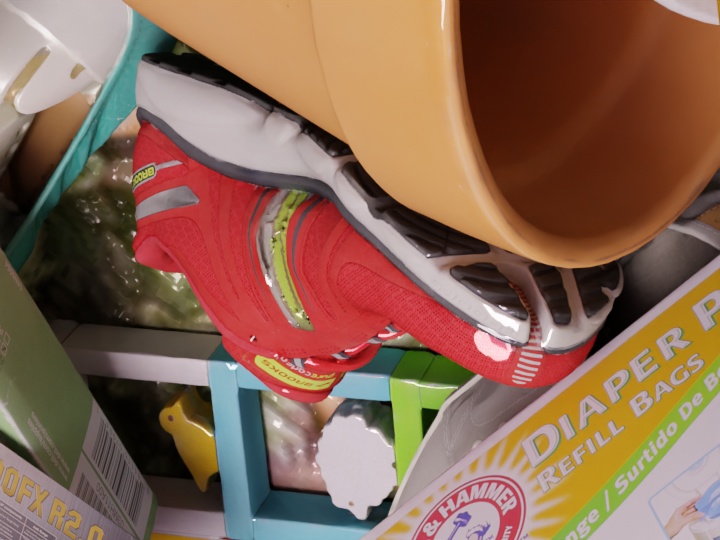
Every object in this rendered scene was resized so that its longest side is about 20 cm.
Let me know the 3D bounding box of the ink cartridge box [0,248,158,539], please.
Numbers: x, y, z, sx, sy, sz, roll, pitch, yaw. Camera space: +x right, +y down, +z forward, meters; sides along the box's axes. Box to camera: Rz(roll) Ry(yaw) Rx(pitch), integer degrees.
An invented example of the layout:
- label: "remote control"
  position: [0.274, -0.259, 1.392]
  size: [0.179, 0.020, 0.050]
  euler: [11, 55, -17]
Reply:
- label: "ink cartridge box"
  position: [-0.180, 0.049, 0.895]
  size: [0.199, 0.048, 0.146]
  euler: [-4, 140, 21]

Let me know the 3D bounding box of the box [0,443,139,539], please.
- label: "box"
  position: [-0.175, 0.081, 0.854]
  size: [0.158, 0.048, 0.200]
  euler: [-24, 129, 40]

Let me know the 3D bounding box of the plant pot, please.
- label: "plant pot"
  position: [0.018, -0.114, 0.715]
  size: [0.140, 0.200, 0.201]
  euler: [16, 123, 30]

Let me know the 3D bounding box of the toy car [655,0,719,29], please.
- label: "toy car"
  position: [0.140, -0.118, 0.573]
  size: [0.150, 0.175, 0.201]
  euler: [-3, 112, -19]

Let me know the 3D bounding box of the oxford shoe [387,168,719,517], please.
- label: "oxford shoe"
  position: [0.061, 0.049, 0.798]
  size: [0.075, 0.058, 0.200]
  euler: [41, 117, 6]

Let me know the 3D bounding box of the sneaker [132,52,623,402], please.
- label: "sneaker"
  position: [0.000, 0.000, 0.792]
  size: [0.200, 0.077, 0.085]
  euler: [31, 115, 53]

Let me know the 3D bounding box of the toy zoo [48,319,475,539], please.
- label: "toy zoo"
  position: [-0.033, 0.082, 0.928]
  size: [0.199, 0.020, 0.132]
  euler: [4, 118, 18]

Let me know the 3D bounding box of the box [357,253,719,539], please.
- label: "box"
  position: [0.112, 0.070, 0.716]
  size: [0.200, 0.101, 0.112]
  euler: [-39, 123, 10]

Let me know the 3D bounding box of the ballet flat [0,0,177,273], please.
- label: "ballet flat"
  position: [-0.104, -0.052, 0.853]
  size: [0.067, 0.070, 0.200]
  euler: [33, 123, 2]
